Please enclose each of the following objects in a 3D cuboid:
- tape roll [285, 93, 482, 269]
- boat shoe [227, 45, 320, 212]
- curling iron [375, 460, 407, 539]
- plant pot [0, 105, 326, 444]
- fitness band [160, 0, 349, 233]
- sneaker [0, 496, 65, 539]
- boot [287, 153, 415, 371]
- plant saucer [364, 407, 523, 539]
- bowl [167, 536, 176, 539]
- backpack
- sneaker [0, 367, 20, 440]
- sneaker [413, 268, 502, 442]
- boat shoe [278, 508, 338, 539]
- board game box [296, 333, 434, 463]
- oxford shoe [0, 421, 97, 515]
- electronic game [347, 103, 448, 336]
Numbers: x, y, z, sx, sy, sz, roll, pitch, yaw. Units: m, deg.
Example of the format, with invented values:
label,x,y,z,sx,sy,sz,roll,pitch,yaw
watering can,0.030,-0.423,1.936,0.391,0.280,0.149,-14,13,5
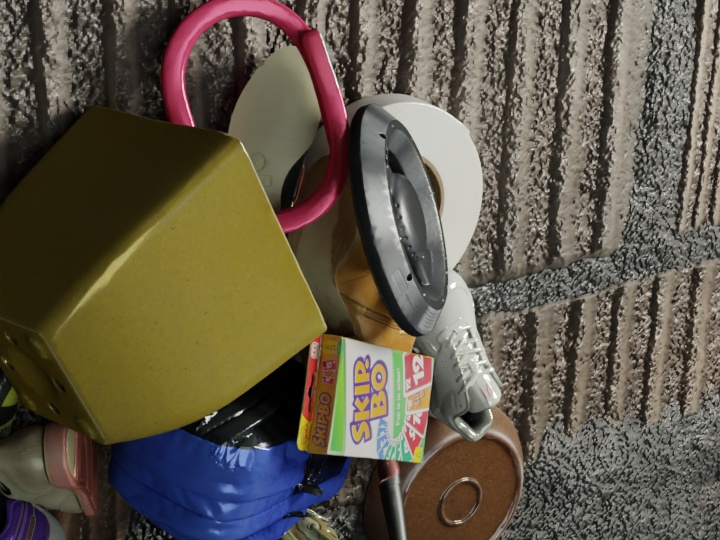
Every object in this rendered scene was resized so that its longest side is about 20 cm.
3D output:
label,x,y,z,sx,sy,sz,roll,pitch,yaw
tape roll,0.024,-0.062,1.461,0.201,0.037,0.204,-13,117,-28
boat shoe,-0.083,-0.093,1.363,0.073,0.063,0.203,14,95,-8
curling iron,0.025,0.192,1.504,0.025,0.050,0.202,-7,75,2
plant pot,-0.183,0.019,1.226,0.200,0.195,0.195,-45,129,-28
fitness band,-0.086,-0.129,1.312,0.143,0.037,0.202,-17,98,-5
sneaker,-0.342,0.273,1.347,0.083,0.081,0.200,45,77,-18
boot,0.001,0.001,1.406,0.144,0.070,0.203,-2,96,-60
plant saucer,0.096,0.233,1.637,0.199,0.034,0.202,-14,117,-30
bowl,-0.126,0.303,1.438,0.200,0.200,0.106,35,46,-38
backpack,-0.111,0.160,1.342,0.200,0.162,0.169,-12,119,-60
sneaker,-0.318,0.131,1.300,0.076,0.075,0.201,20,103,-54
sneaker,0.098,0.084,1.510,0.078,0.099,0.201,-33,139,-19
boat shoe,-0.021,0.271,1.472,0.063,0.200,0.073,-38,137,-19
board game box,0.007,0.111,1.345,0.200,0.030,0.096,16,79,-59
oxford shoe,-0.259,0.162,1.311,0.073,0.071,0.200,-5,160,-2
electronic game,0.031,-0.043,1.348,0.041,0.201,0.201,-14,125,16
